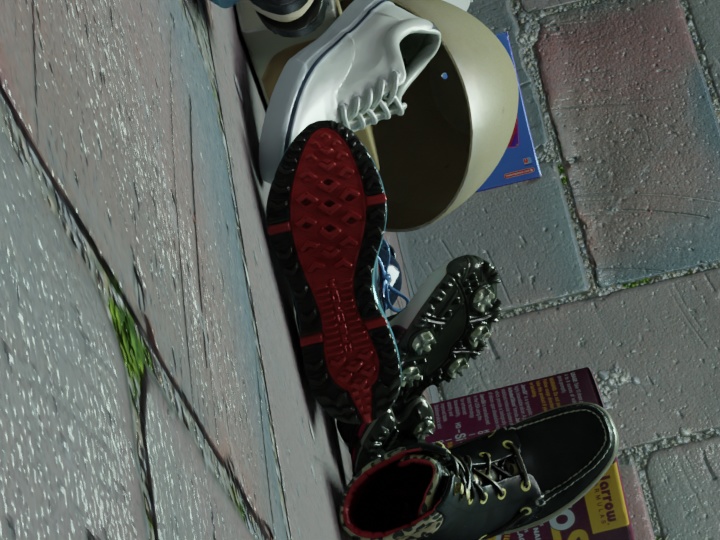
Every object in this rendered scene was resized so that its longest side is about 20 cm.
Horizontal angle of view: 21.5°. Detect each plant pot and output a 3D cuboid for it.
[{"bbox_3d":[0.057,-0.147,1.606,0.134,0.200,0.201,-23,104,-44],"label":"plant pot"}]

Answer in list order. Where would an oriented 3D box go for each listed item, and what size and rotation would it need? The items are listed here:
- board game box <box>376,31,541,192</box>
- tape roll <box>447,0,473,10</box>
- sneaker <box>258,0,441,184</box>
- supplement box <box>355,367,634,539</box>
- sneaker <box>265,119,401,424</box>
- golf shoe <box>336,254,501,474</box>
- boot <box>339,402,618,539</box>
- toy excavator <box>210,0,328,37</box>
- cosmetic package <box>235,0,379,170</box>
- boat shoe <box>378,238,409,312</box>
[{"bbox_3d":[0.050,-0.126,1.709,0.045,0.199,0.135,-113,-170,-89],"label":"board game box"},{"bbox_3d":[0.032,-0.390,2.422,0.203,0.202,0.139,-99,174,-51],"label":"tape roll"},{"bbox_3d":[-0.005,-0.127,1.318,0.073,0.071,0.200,83,29,-43],"label":"sneaker"},{"bbox_3d":[0.105,0.174,1.497,0.103,0.199,0.131,-96,171,-66],"label":"supplement box"},{"bbox_3d":[-0.023,-0.001,1.272,0.096,0.079,0.201,-138,-137,-80],"label":"sneaker"},{"bbox_3d":[0.028,0.055,1.337,0.088,0.077,0.200,55,-48,35],"label":"golf shoe"},{"bbox_3d":[0.083,0.146,1.322,0.074,0.203,0.154,65,4,17],"label":"boot"},{"bbox_3d":[-0.076,-0.269,1.161,0.195,0.200,0.100,-59,176,-1],"label":"toy excavator"},{"bbox_3d":[-0.042,-0.163,1.455,0.200,0.071,0.105,71,6,-57],"label":"cosmetic package"},{"bbox_3d":[0.000,0.000,1.533,0.200,0.068,0.084,-91,168,-73],"label":"boat shoe"}]
